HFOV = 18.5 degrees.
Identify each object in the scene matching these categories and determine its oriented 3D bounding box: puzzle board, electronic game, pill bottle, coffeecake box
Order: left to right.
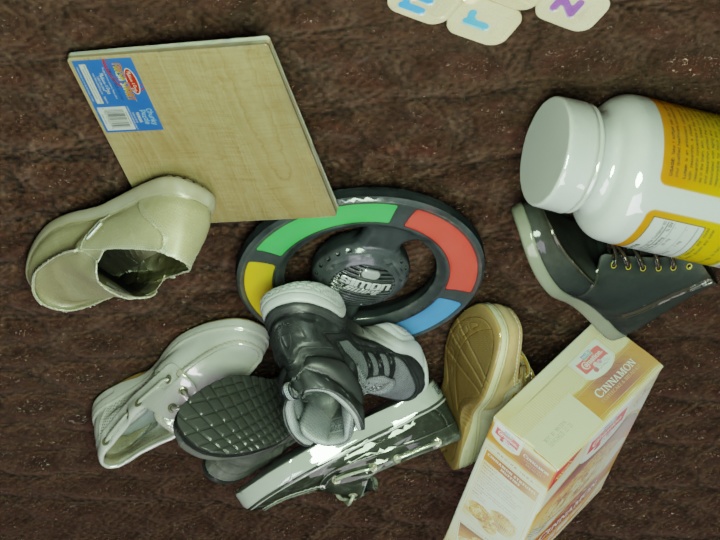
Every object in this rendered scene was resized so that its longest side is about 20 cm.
[{"bbox_3d":[-0.111,-0.101,1.616,0.150,0.017,0.200,-2,144,15],"label":"puzzle board"},{"bbox_3d":[0.000,0.000,1.759,0.199,0.042,0.200,-3,143,-2],"label":"electronic game"},{"bbox_3d":[0.162,0.157,1.892,0.073,0.153,0.200,39,145,17],"label":"coffeecake box"},{"bbox_3d":[0.224,-0.068,1.636,0.199,0.111,0.111,12,140,-21],"label":"pill bottle"}]

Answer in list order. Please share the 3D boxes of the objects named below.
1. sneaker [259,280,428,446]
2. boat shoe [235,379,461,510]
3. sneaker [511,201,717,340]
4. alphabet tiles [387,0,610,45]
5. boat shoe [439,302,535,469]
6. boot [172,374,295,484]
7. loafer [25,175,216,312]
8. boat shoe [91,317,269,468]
[{"bbox_3d":[-0.011,0.093,1.763,0.075,0.114,0.200,-20,147,28],"label":"sneaker"},{"bbox_3d":[-0.011,0.165,1.884,0.199,0.064,0.071,-28,-178,10],"label":"boat shoe"},{"bbox_3d":[0.199,-0.020,1.739,0.106,0.075,0.200,-27,147,20],"label":"sneaker"},{"bbox_3d":[0.105,-0.229,1.488,0.195,0.015,0.200,16,139,-26],"label":"alphabet tiles"},{"bbox_3d":[0.112,0.091,1.879,0.069,0.074,0.200,-14,147,-20],"label":"boat shoe"},{"bbox_3d":[-0.098,0.141,1.850,0.200,0.070,0.132,-15,156,-46],"label":"boot"},{"bbox_3d":[-0.190,-0.009,1.688,0.076,0.069,0.200,29,141,-31],"label":"loafer"},{"bbox_3d":[-0.150,0.110,1.864,0.071,0.070,0.200,29,131,-34],"label":"boat shoe"}]
